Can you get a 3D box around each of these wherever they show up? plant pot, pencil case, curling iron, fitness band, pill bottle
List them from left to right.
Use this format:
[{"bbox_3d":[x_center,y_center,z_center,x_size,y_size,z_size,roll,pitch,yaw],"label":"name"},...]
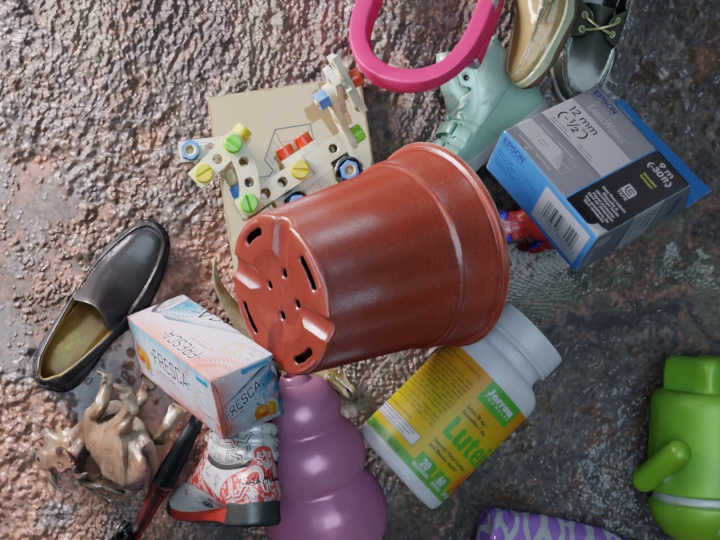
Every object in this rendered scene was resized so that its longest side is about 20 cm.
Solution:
[{"bbox_3d":[-0.200,0.217,1.376,0.025,0.050,0.201,38,114,7],"label":"curling iron"},{"bbox_3d":[0.000,0.000,1.294,0.194,0.200,0.203,-18,93,-36],"label":"plant pot"},{"bbox_3d":[0.068,-0.267,1.398,0.142,0.037,0.202,14,71,21],"label":"fitness band"},{"bbox_3d":[0.105,0.131,1.405,0.200,0.111,0.111,-44,94,-3],"label":"pill bottle"},{"bbox_3d":[0.208,0.298,1.431,0.198,0.085,0.085,11,92,-6],"label":"pencil case"}]

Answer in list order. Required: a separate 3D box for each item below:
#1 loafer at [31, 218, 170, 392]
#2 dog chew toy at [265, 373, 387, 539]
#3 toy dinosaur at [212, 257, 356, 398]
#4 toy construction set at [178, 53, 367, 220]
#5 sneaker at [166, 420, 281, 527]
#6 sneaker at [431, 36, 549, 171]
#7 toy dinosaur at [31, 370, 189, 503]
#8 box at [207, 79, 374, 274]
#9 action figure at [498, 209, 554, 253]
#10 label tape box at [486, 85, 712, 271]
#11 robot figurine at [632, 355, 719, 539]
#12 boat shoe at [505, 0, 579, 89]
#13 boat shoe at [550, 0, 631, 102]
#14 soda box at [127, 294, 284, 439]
[{"bbox_3d":[-0.255,0.037,1.389,0.072,0.072,0.201,32,87,-4],"label":"loafer"},{"bbox_3d":[-0.044,0.195,1.374,0.123,0.125,0.202,-13,106,-5],"label":"dog chew toy"},{"bbox_3d":[-0.101,0.084,1.423,0.200,0.058,0.102,40,72,-13],"label":"toy dinosaur"},{"bbox_3d":[-0.070,-0.120,1.379,0.199,0.092,0.132,-33,93,7],"label":"toy construction set"},{"bbox_3d":[-0.131,0.189,1.353,0.067,0.201,0.109,3,82,-27],"label":"sneaker"},{"bbox_3d":[0.085,-0.152,1.417,0.200,0.074,0.119,-38,101,-14],"label":"sneaker"},{"bbox_3d":[-0.234,0.176,1.357,0.085,0.199,0.137,18,92,-35],"label":"toy dinosaur"},{"bbox_3d":[-0.062,-0.089,1.431,0.162,0.021,0.202,-9,91,-5],"label":"box"},{"bbox_3d":[0.143,-0.046,1.437,0.198,0.099,0.066,-8,95,17],"label":"action figure"},{"bbox_3d":[0.246,-0.105,1.379,0.199,0.066,0.144,-28,67,-28],"label":"label tape box"},{"bbox_3d":[0.352,0.189,1.427,0.174,0.115,0.202,3,90,-35],"label":"robot figurine"},{"bbox_3d":[0.175,-0.282,1.388,0.076,0.071,0.202,25,78,-26],"label":"boat shoe"},{"bbox_3d":[0.241,-0.270,1.438,0.071,0.060,0.204,11,90,-5],"label":"boat shoe"},{"bbox_3d":[-0.150,0.088,1.329,0.068,0.200,0.064,-21,116,-26],"label":"soda box"}]
